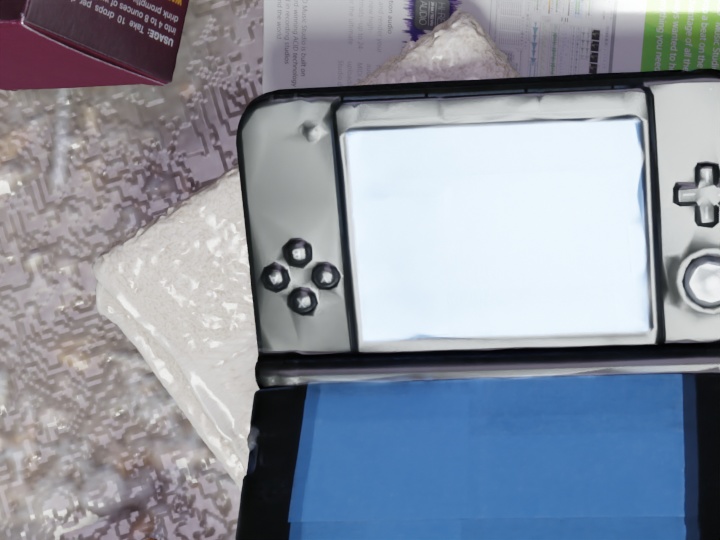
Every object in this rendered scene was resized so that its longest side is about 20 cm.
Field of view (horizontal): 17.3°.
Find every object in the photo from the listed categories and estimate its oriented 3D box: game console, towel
[{"bbox_3d":[0.049,0.026,0.871,0.199,0.118,0.171,-2,109,8],"label":"game console"},{"bbox_3d":[0.000,0.000,0.949,0.200,0.034,0.133,-33,102,19],"label":"towel"}]

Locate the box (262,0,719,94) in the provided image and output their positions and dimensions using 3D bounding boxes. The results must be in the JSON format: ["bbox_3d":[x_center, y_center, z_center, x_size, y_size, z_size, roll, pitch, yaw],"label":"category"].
[{"bbox_3d":[0.058,-0.064,0.955,0.199,0.036,0.145,8,117,12],"label":"box"}]

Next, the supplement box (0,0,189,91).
[{"bbox_3d":[-0.123,-0.182,0.984,0.110,0.086,0.201,3,78,41],"label":"supplement box"}]

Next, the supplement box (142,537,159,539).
[{"bbox_3d":[-0.140,0.195,0.958,0.200,0.069,0.067,-40,79,-1],"label":"supplement box"}]
